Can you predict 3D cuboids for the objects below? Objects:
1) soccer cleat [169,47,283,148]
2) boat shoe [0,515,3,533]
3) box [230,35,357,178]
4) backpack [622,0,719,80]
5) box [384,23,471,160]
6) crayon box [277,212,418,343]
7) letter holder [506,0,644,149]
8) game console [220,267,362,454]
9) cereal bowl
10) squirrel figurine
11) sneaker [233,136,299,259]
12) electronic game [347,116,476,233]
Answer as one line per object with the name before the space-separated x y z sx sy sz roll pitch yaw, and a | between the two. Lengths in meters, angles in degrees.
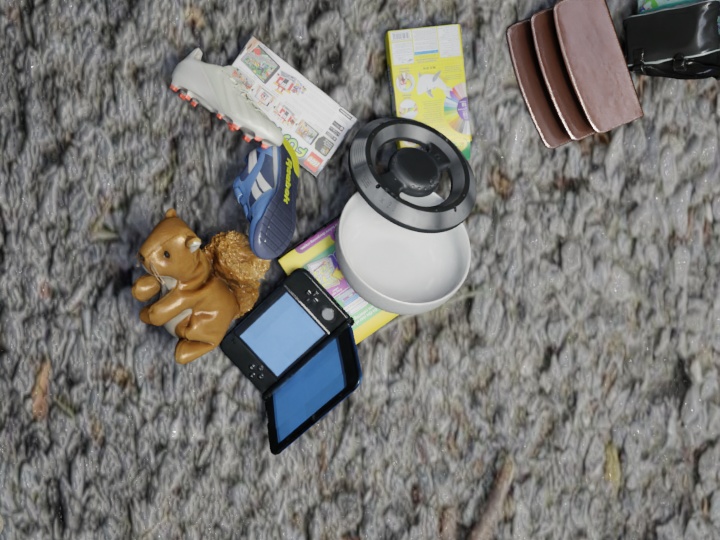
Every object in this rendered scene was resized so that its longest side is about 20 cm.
soccer cleat | -0.184 -0.247 1.318 0.198 0.069 0.078 34 87 14
boat shoe | -0.619 0.338 1.366 0.200 0.060 0.072 44 90 -8
box | -0.114 -0.244 1.386 0.199 0.035 0.111 38 90 -8
backpack | 0.504 -0.354 1.367 0.197 0.176 0.154 2 92 -33
box | 0.104 -0.263 1.403 0.115 0.048 0.205 -6 93 -6
crayon box | 0.000 0.000 1.407 0.198 0.058 0.174 -33 98 -3
letter holder | 0.317 -0.300 1.397 0.140 0.101 0.203 -21 97 -2
game console | -0.106 0.131 1.342 0.171 0.119 0.200 46 114 -6
cereal bowl | 0.053 -0.024 1.323 0.196 0.084 0.204 8 62 -15
squirrel figurine | -0.230 0.000 1.320 0.197 0.142 0.190 -22 129 -21
sneaker | -0.139 -0.098 1.321 0.081 0.074 0.203 -11 52 22
electronic game | 0.075 -0.139 1.317 0.196 0.042 0.203 12 54 -17
